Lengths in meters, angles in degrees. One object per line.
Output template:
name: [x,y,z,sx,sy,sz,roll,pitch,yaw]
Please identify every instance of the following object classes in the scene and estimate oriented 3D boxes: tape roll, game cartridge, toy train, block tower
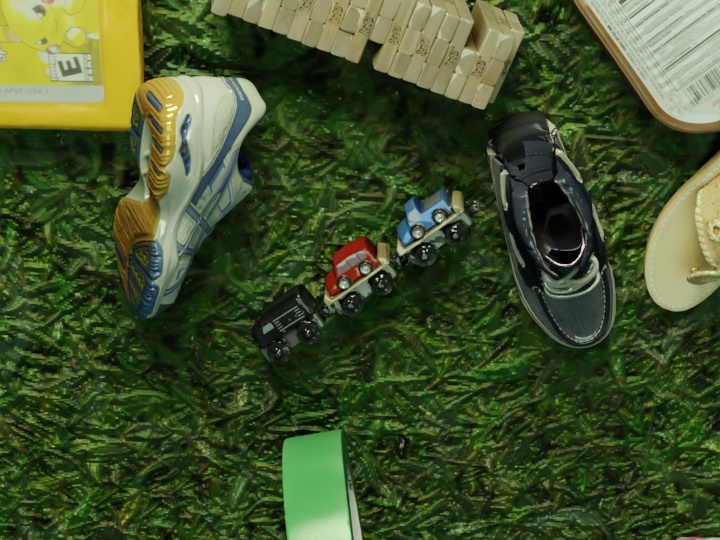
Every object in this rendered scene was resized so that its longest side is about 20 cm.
tape roll: [-0.021,0.225,0.965,0.047,0.201,0.203,-10,123,1]
game cartridge: [-0.237,-0.171,0.800,0.197,0.033,0.179,-1,122,-6]
toy train: [0.000,0.000,0.928,0.199,0.034,0.046,-34,106,16]
block tower: [0.006,-0.165,0.811,0.197,0.054,0.058,16,119,-15]

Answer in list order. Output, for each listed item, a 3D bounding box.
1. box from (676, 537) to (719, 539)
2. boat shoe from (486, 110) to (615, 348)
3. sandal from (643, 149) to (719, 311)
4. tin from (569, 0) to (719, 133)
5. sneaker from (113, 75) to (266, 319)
box: [0.316,0.343,1.126,0.094,0.100,0.203,1,121,-6]
boat shoe: [0.140,-0.005,0.898,0.074,0.093,0.202,-22,121,9]
sandal: [0.272,-0.041,0.901,0.077,0.070,0.213,20,118,-16]
tin: [0.206,-0.177,0.832,0.111,0.042,0.200,-37,118,12]
sneaker: [-0.113,-0.044,0.865,0.087,0.076,0.201,-13,144,-31]
